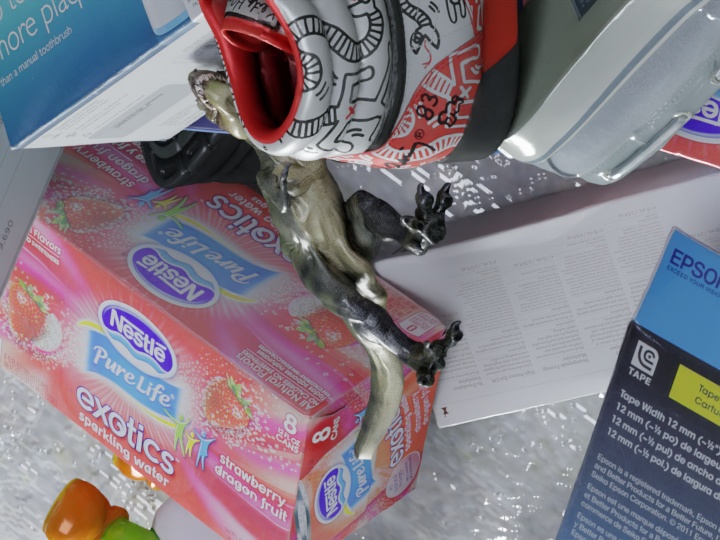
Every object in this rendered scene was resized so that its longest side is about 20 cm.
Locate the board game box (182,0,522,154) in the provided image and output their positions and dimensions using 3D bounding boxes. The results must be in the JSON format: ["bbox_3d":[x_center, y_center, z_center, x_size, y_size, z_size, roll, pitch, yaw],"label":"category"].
[{"bbox_3d":[-0.021,-0.119,1.057,0.199,0.034,0.136,8,101,43],"label":"board game box"}]

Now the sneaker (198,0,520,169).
[{"bbox_3d":[0.001,-0.136,0.928,0.067,0.107,0.203,9,100,54],"label":"sneaker"}]

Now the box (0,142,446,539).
[{"bbox_3d":[-0.069,0.029,1.193,0.200,0.094,0.103,35,134,27],"label":"box"}]

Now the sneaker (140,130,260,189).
[{"bbox_3d":[-0.012,-0.099,1.142,0.200,0.090,0.076,-35,60,43],"label":"sneaker"}]

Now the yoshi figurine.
[{"bbox_3d":[-0.047,0.143,1.258,0.200,0.112,0.113,34,117,8],"label":"yoshi figurine"}]

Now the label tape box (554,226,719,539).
[{"bbox_3d":[0.161,0.098,1.068,0.143,0.066,0.201,29,114,28],"label":"label tape box"}]

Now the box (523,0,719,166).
[{"bbox_3d":[0.152,-0.100,1.037,0.199,0.095,0.103,19,118,21],"label":"box"}]

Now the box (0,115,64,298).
[{"bbox_3d":[-0.237,-0.088,1.170,0.198,0.131,0.201,12,74,37],"label":"box"}]

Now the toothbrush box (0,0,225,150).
[{"bbox_3d":[-0.092,-0.167,1.037,0.146,0.085,0.201,-28,74,42],"label":"toothbrush box"}]

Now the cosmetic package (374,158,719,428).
[{"bbox_3d":[0.111,0.005,1.142,0.199,0.051,0.083,-14,102,33],"label":"cosmetic package"}]

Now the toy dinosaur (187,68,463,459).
[{"bbox_3d":[0.000,0.000,1.036,0.088,0.047,0.201,14,136,46],"label":"toy dinosaur"}]

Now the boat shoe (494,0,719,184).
[{"bbox_3d":[0.126,-0.105,0.946,0.071,0.070,0.201,23,127,-32],"label":"boat shoe"}]
